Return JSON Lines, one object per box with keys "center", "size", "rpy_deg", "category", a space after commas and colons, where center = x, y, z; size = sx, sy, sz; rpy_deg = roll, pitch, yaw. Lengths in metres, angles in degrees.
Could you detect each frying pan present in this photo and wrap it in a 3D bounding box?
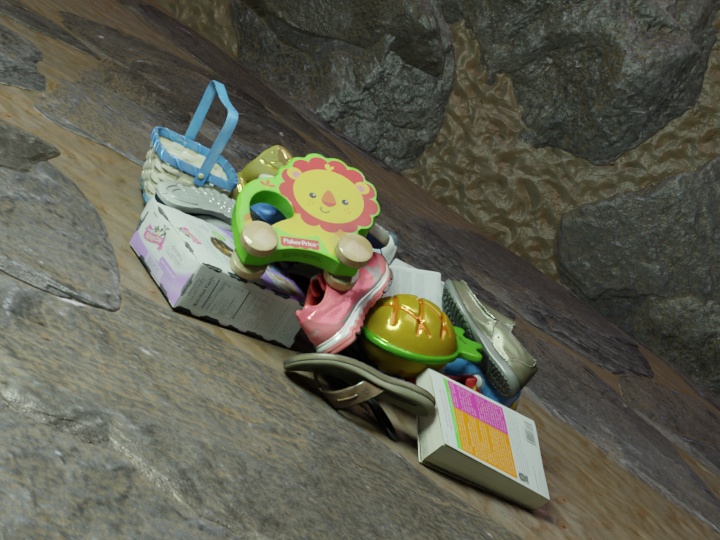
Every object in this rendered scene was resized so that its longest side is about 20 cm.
{"center": [0.001, 0.144, 1.520], "size": [0.190, 0.031, 0.115], "rpy_deg": [49, 26, 12], "category": "frying pan"}

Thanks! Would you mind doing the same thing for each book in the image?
{"center": [0.162, 0.220, 1.510], "size": [0.199, 0.048, 0.134], "rpy_deg": [29, 37, -28], "category": "book"}

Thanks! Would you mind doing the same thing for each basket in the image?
{"center": [-0.246, -0.175, 1.716], "size": [0.138, 0.201, 0.177], "rpy_deg": [19, 20, -22], "category": "basket"}

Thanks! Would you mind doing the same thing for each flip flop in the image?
{"center": [-0.003, 0.151, 1.429], "size": [0.199, 0.058, 0.081], "rpy_deg": [23, -16, -10], "category": "flip flop"}

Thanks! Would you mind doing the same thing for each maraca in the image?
{"center": [0.080, 0.090, 1.563], "size": [0.199, 0.108, 0.137], "rpy_deg": [7, 27, -38], "category": "maraca"}

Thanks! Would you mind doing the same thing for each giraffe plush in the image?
{"center": [-0.160, -0.103, 1.862], "size": [0.198, 0.174, 0.162], "rpy_deg": [1, -5, 12], "category": "giraffe plush"}

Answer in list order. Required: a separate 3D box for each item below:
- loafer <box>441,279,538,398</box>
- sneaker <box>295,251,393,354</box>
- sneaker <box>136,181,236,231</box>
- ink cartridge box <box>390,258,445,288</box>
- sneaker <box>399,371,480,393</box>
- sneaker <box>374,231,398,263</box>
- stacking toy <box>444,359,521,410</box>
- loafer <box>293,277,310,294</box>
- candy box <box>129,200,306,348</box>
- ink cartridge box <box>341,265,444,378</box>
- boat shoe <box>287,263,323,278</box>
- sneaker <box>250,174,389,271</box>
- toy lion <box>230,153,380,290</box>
{"center": [0.185, 0.092, 1.654], "size": [0.201, 0.069, 0.075], "rpy_deg": [57, -22, 23], "category": "loafer"}
{"center": [-0.022, 0.024, 1.504], "size": [0.087, 0.074, 0.200], "rpy_deg": [48, 40, -15], "category": "sneaker"}
{"center": [-0.229, -0.067, 1.622], "size": [0.199, 0.081, 0.076], "rpy_deg": [14, 26, -49], "category": "sneaker"}
{"center": [0.138, 0.076, 2.010], "size": [0.199, 0.084, 0.145], "rpy_deg": [26, 14, -35], "category": "ink cartridge box"}
{"center": [0.147, 0.191, 1.603], "size": [0.199, 0.085, 0.077], "rpy_deg": [33, 14, 1], "category": "sneaker"}
{"center": [0.000, 0.000, 1.759], "size": [0.070, 0.200, 0.073], "rpy_deg": [-18, 80, -30], "category": "sneaker"}
{"center": [0.203, 0.193, 1.752], "size": [0.116, 0.110, 0.200], "rpy_deg": [49, 5, 29], "category": "stacking toy"}
{"center": [-0.062, 0.031, 1.707], "size": [0.200, 0.073, 0.073], "rpy_deg": [37, 14, 17], "category": "loafer"}
{"center": [-0.182, 0.006, 1.508], "size": [0.199, 0.072, 0.168], "rpy_deg": [23, 16, -41], "category": "candy box"}
{"center": [0.032, 0.074, 1.655], "size": [0.199, 0.164, 0.050], "rpy_deg": [8, -16, -33], "category": "ink cartridge box"}
{"center": [-0.095, -0.023, 1.668], "size": [0.199, 0.072, 0.061], "rpy_deg": [-3, 9, -4], "category": "boat shoe"}
{"center": [-0.065, -0.043, 1.562], "size": [0.199, 0.112, 0.077], "rpy_deg": [23, -4, -14], "category": "sneaker"}
{"center": [-0.069, -0.074, 1.480], "size": [0.198, 0.069, 0.193], "rpy_deg": [6, 51, -19], "category": "toy lion"}
